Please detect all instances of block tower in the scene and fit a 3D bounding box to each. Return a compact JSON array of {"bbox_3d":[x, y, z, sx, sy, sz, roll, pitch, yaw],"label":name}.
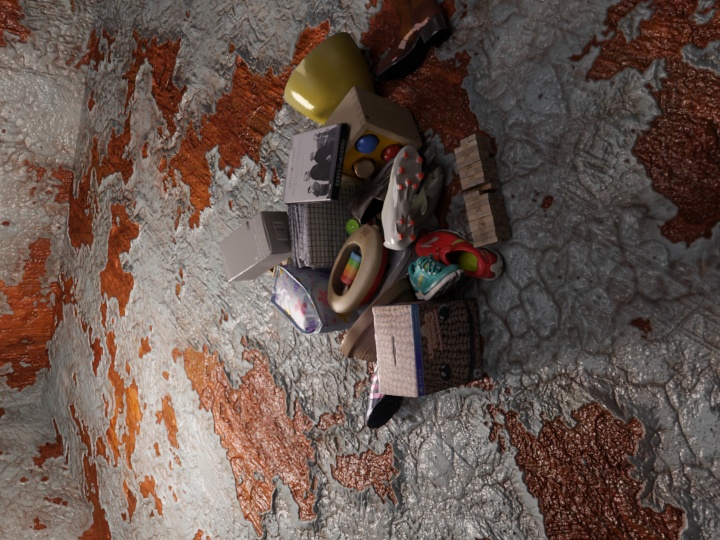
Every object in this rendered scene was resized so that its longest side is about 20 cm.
[{"bbox_3d":[0.227,-0.145,1.104,0.054,0.057,0.203,-18,77,45],"label":"block tower"}]

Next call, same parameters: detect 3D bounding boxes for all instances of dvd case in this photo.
[{"bbox_3d":[-0.096,-0.214,1.220,0.199,0.024,0.153,6,88,55],"label":"dvd case"}]

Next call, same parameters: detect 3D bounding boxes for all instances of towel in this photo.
[{"bbox_3d":[-0.082,-0.100,1.353,0.085,0.164,0.203,-9,84,49],"label":"towel"}]

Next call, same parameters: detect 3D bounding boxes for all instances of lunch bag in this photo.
[{"bbox_3d":[-0.080,0.064,1.354,0.200,0.168,0.128,41,125,39],"label":"lunch bag"}]

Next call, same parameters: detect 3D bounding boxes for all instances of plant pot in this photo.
[{"bbox_3d":[0.058,0.119,1.208,0.093,0.200,0.202,42,123,13],"label":"plant pot"},{"bbox_3d":[-0.048,-0.393,1.308,0.142,0.200,0.200,47,128,3],"label":"plant pot"}]

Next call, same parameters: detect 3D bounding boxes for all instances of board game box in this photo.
[{"bbox_3d":[0.129,0.138,1.115,0.096,0.198,0.162,-6,88,46],"label":"board game box"}]

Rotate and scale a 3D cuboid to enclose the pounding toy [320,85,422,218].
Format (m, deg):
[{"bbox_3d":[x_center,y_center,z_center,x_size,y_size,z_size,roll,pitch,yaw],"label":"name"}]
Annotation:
[{"bbox_3d":[0.017,-0.238,1.248,0.200,0.182,0.144,-43,50,39],"label":"pounding toy"}]

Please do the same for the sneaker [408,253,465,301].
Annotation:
[{"bbox_3d":[0.131,0.010,1.110,0.080,0.077,0.200,63,166,-1],"label":"sneaker"}]

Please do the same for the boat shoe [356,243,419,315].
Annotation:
[{"bbox_3d":[0.064,0.023,1.270,0.201,0.069,0.071,-57,37,22],"label":"boat shoe"}]

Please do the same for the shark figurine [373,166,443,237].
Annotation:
[{"bbox_3d":[0.111,-0.096,1.217,0.214,0.089,0.129,-44,28,30],"label":"shark figurine"}]

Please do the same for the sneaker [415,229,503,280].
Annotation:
[{"bbox_3d":[0.176,-0.034,1.140,0.199,0.084,0.078,18,103,44],"label":"sneaker"}]

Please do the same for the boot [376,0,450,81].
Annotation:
[{"bbox_3d":[0.080,-0.521,1.232,0.188,0.068,0.202,-36,66,42],"label":"boot"}]

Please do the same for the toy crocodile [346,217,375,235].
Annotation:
[{"bbox_3d":[0.014,-0.064,1.324,0.061,0.067,0.203,-6,90,39],"label":"toy crocodile"}]

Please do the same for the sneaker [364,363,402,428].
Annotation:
[{"bbox_3d":[0.053,0.251,1.309,0.082,0.069,0.202,50,124,53],"label":"sneaker"}]

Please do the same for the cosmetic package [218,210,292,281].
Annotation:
[{"bbox_3d":[-0.245,-0.054,1.403,0.199,0.090,0.108,-29,74,40],"label":"cosmetic package"}]

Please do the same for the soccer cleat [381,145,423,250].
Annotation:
[{"bbox_3d":[0.074,-0.140,1.146,0.077,0.069,0.203,-5,76,58],"label":"soccer cleat"}]

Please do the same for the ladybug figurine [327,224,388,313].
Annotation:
[{"bbox_3d":[0.000,0.000,1.243,0.202,0.071,0.136,-63,36,14],"label":"ladybug figurine"}]

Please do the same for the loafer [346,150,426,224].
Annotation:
[{"bbox_3d":[0.061,-0.161,1.215,0.200,0.073,0.072,-41,47,23],"label":"loafer"}]

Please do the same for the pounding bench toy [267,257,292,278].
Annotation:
[{"bbox_3d":[-0.188,-0.014,1.496,0.155,0.123,0.202,32,114,41],"label":"pounding bench toy"}]
